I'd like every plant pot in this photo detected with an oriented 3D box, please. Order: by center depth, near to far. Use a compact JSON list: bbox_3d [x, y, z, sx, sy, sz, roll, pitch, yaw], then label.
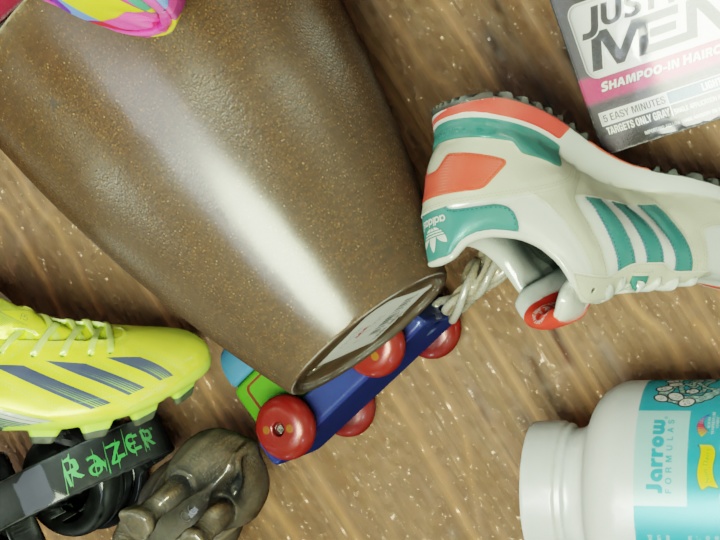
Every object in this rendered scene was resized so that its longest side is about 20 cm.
[{"bbox_3d":[-0.053,-0.049,0.853,0.187,0.187,0.200,-43,77,24],"label":"plant pot"}]

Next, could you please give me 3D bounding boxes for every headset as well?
[{"bbox_3d":[-0.189,0.117,1.015,0.200,0.123,0.094,-34,81,49],"label":"headset"}]

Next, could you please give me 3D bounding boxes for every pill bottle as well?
[{"bbox_3d":[0.182,0.109,0.880,0.198,0.111,0.112,-2,105,19],"label":"pill bottle"}]

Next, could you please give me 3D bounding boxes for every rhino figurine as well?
[{"bbox_3d":[-0.109,0.151,0.991,0.060,0.087,0.200,42,140,1],"label":"rhino figurine"}]

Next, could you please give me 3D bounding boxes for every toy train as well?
[{"bbox_3d":[0.000,0.000,0.935,0.200,0.084,0.116,-45,75,24],"label":"toy train"}]

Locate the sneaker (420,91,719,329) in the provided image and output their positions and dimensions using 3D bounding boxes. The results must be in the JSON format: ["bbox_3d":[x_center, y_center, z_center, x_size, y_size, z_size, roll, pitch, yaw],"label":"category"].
[{"bbox_3d":[0.112,-0.007,0.844,0.199,0.094,0.070,22,159,-23],"label":"sneaker"}]

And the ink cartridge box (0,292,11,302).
[{"bbox_3d":[-0.323,0.022,1.033,0.199,0.084,0.147,37,111,12],"label":"ink cartridge box"}]

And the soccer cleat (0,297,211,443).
[{"bbox_3d":[-0.177,0.046,0.936,0.198,0.065,0.084,-9,100,-13],"label":"soccer cleat"}]

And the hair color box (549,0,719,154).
[{"bbox_3d":[0.132,-0.167,0.844,0.099,0.061,0.201,-17,99,22],"label":"hair color box"}]

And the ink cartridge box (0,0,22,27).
[{"bbox_3d":[-0.205,-0.225,0.884,0.145,0.083,0.201,-34,95,21],"label":"ink cartridge box"}]

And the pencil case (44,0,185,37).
[{"bbox_3d":[-0.087,-0.198,0.750,0.088,0.088,0.201,18,78,13],"label":"pencil case"}]
